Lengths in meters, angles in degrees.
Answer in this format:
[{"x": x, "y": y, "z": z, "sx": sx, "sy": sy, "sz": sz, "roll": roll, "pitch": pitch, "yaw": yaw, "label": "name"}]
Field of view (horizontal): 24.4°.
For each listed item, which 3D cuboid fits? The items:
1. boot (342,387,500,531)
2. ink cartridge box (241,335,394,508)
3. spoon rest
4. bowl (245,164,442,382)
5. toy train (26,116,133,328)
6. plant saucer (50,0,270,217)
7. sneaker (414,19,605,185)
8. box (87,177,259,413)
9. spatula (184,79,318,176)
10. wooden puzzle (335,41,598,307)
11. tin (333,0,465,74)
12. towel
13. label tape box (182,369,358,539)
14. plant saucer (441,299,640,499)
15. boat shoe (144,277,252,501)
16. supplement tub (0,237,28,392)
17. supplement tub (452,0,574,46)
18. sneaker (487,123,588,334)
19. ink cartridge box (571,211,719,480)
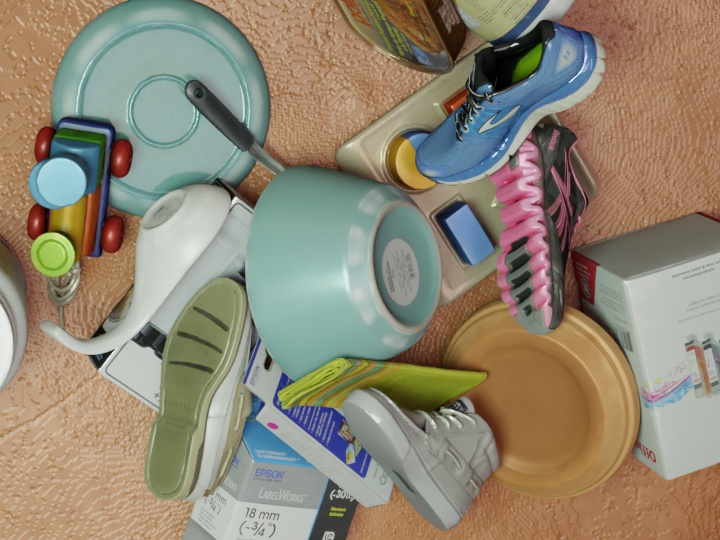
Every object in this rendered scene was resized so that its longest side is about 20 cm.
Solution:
[{"x": 0.060, "y": 0.145, "z": 1.502, "sx": 0.096, "sy": 0.073, "sz": 0.200, "roll": -49, "pitch": 136, "yaw": -16, "label": "boot"}, {"x": -0.035, "y": 0.123, "z": 1.515, "sx": 0.200, "sy": 0.037, "sz": 0.095, "roll": 44, "pitch": 47, "yaw": -30, "label": "ink cartridge box"}, {"x": -0.187, "y": 0.000, "z": 1.449, "sx": 0.200, "sy": 0.099, "sz": 0.061, "roll": -46, "pitch": 119, "yaw": -15, "label": "spoon rest"}, {"x": 0.000, "y": 0.000, "z": 1.465, "sx": 0.104, "sy": 0.201, "sz": 0.203, "roll": -8, "pitch": 108, "yaw": 35, "label": "bowl"}, {"x": -0.255, "y": -0.022, "z": 1.442, "sx": 0.084, "sy": 0.116, "sz": 0.202, "roll": 9, "pitch": 108, "yaw": 0, "label": "toy train"}, {"x": -0.177, "y": -0.144, "z": 1.495, "sx": 0.198, "sy": 0.027, "sz": 0.202, "roll": -2, "pitch": 101, "yaw": -12, "label": "plant saucer"}, {"x": 0.114, "y": -0.153, "z": 1.449, "sx": 0.089, "sy": 0.079, "sz": 0.200, "roll": 24, "pitch": 128, "yaw": -37, "label": "sneaker"}, {"x": -0.142, "y": 0.033, "z": 1.509, "sx": 0.116, "sy": 0.060, "sz": 0.200, "roll": 39, "pitch": 92, "yaw": -30, "label": "box"}, {"x": -0.087, "y": -0.102, "z": 1.501, "sx": 0.200, "sy": 0.020, "sz": 0.057, "roll": 41, "pitch": 73, "yaw": -26, "label": "spatula"}, {"x": 0.104, "y": -0.089, "z": 1.555, "sx": 0.199, "sy": 0.046, "sz": 0.186, "roll": -34, "pitch": 106, "yaw": -3, "label": "wooden puzzle"}, {"x": 0.027, "y": -0.234, "z": 1.442, "sx": 0.111, "sy": 0.200, "sz": 0.042, "roll": 18, "pitch": 76, "yaw": 22, "label": "tin"}, {"x": 0.023, "y": 0.106, "z": 1.494, "sx": 0.199, "sy": 0.086, "sz": 0.018, "roll": 9, "pitch": 59, "yaw": -47, "label": "towel"}, {"x": -0.072, "y": 0.200, "z": 1.543, "sx": 0.143, "sy": 0.063, "sz": 0.202, "roll": 12, "pitch": 101, "yaw": -40, "label": "label tape box"}, {"x": 0.161, "y": 0.124, "z": 1.556, "sx": 0.198, "sy": 0.037, "sz": 0.202, "roll": 10, "pitch": 112, "yaw": 26, "label": "plant saucer"}, {"x": -0.133, "y": 0.104, "z": 1.472, "sx": 0.068, "sy": 0.074, "sz": 0.202, "roll": 11, "pitch": 100, "yaw": -55, "label": "boat shoe"}, {"x": -0.353, "y": 0.039, "z": 1.405, "sx": 0.143, "sy": 0.200, "sz": 0.147, "roll": -2, "pitch": 102, "yaw": -11, "label": "supplement tub"}, {"x": 0.096, "y": -0.299, "z": 1.459, "sx": 0.199, "sy": 0.144, "sz": 0.145, "roll": 33, "pitch": 94, "yaw": -16, "label": "supplement tub"}, {"x": 0.172, "y": -0.043, "z": 1.511, "sx": 0.095, "sy": 0.079, "sz": 0.202, "roll": -1, "pitch": 83, "yaw": -31, "label": "sneaker"}, {"x": 0.305, "y": 0.069, "z": 1.578, "sx": 0.143, "sy": 0.145, "sz": 0.202, "roll": -16, "pitch": 105, "yaw": -10, "label": "ink cartridge box"}]
